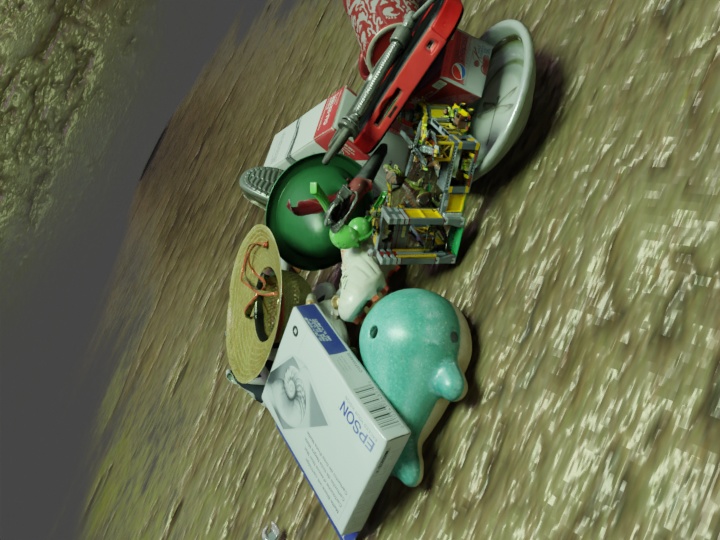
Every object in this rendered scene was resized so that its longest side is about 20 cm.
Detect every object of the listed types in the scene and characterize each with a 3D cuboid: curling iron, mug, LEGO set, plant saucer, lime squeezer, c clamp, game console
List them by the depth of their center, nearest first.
[{"bbox_3d":[0.004,-0.101,0.688,0.050,0.025,0.201,-56,2,36],"label":"curling iron"},{"bbox_3d":[0.053,-0.101,0.713,0.155,0.113,0.204,-112,27,-48],"label":"LEGO set"},{"bbox_3d":[0.011,-0.219,0.718,0.203,0.027,0.171,-61,13,-6],"label":"c clamp"},{"bbox_3d":[-0.012,-0.062,0.728,0.037,0.199,0.073,-13,89,26],"label":"lime squeezer"},{"bbox_3d":[0.157,-0.193,0.735,0.201,0.049,0.204,127,152,-45],"label":"plant saucer"},{"bbox_3d":[0.056,-0.252,0.747,0.201,0.031,0.178,-52,14,30],"label":"game console"},{"bbox_3d":[0.051,-0.401,1.030,0.130,0.179,0.203,-14,50,3],"label":"mug"}]

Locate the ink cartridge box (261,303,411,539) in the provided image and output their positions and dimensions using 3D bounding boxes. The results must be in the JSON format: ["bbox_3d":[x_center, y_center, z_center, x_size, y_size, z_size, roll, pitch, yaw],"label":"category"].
[{"bbox_3d":[-0.045,0.178,0.675,0.200,0.040,0.204,48,129,38],"label":"ink cartridge box"}]

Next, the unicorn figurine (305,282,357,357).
[{"bbox_3d":[-0.030,0.076,0.782,0.138,0.072,0.206,76,-164,-75],"label":"unicorn figurine"}]

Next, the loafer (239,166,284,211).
[{"bbox_3d":[-0.096,-0.090,0.928,0.076,0.196,0.070,-73,11,-45],"label":"loafer"}]

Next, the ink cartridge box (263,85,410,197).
[{"bbox_3d":[-0.041,-0.172,0.938,0.198,0.143,0.086,-18,49,48],"label":"ink cartridge box"}]

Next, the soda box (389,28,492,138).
[{"bbox_3d":[0.088,-0.237,0.792,0.199,0.062,0.072,171,114,-68],"label":"soda box"}]

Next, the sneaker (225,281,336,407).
[{"bbox_3d":[-0.124,0.091,0.871,0.202,0.127,0.080,-60,18,8],"label":"sneaker"}]

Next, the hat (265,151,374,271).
[{"bbox_3d":[-0.025,-0.053,0.782,0.175,0.196,0.170,31,134,55],"label":"hat"}]

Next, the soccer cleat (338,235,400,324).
[{"bbox_3d":[0.000,0.000,0.743,0.070,0.077,0.200,-49,2,26],"label":"soccer cleat"}]

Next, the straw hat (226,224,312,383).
[{"bbox_3d":[-0.106,0.046,0.796,0.200,0.083,0.207,-23,62,54],"label":"straw hat"}]

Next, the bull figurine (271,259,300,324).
[{"bbox_3d":[-0.149,0.053,1.008,0.122,0.064,0.203,-48,33,29],"label":"bull figurine"}]

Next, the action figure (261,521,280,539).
[{"bbox_3d":[-0.132,0.410,0.722,0.199,0.131,0.153,6,114,69],"label":"action figure"}]

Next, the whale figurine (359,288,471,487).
[{"bbox_3d":[0.042,0.117,0.647,0.157,0.102,0.205,-5,65,53],"label":"whale figurine"}]
